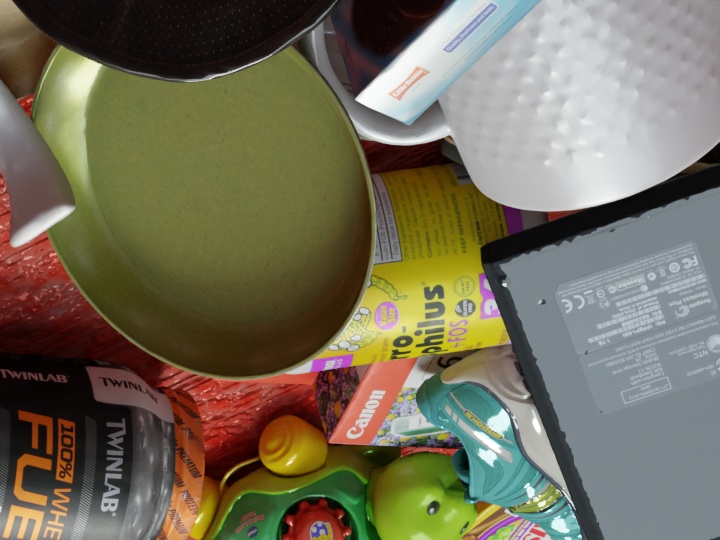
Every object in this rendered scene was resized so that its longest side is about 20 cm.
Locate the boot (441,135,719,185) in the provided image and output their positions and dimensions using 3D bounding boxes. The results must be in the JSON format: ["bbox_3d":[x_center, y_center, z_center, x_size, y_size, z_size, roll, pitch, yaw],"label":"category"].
[{"bbox_3d":[0.146,-0.114,1.285,0.200,0.077,0.138,4,113,4],"label":"boot"}]

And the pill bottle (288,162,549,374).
[{"bbox_3d":[0.000,0.000,1.328,0.200,0.104,0.104,-8,139,-8],"label":"pill bottle"}]

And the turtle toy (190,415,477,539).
[{"bbox_3d":[-0.016,0.164,1.511,0.200,0.101,0.146,-33,137,22],"label":"turtle toy"}]

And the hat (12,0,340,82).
[{"bbox_3d":[-0.081,-0.181,1.083,0.200,0.201,0.081,-17,178,2],"label":"hat"}]

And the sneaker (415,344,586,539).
[{"bbox_3d":[0.098,0.115,1.448,0.080,0.078,0.200,-19,131,17],"label":"sneaker"}]

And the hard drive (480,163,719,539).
[{"bbox_3d":[0.162,0.057,1.293,0.139,0.033,0.200,-19,111,8],"label":"hard drive"}]

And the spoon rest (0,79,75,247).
[{"bbox_3d":[-0.214,-0.097,1.158,0.099,0.061,0.200,-31,124,16],"label":"spoon rest"}]

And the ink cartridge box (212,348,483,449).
[{"bbox_3d":[0.025,0.054,1.438,0.200,0.050,0.109,4,136,-24],"label":"ink cartridge box"}]

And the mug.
[{"bbox_3d":[0.067,-0.131,1.159,0.200,0.148,0.175,-22,121,4],"label":"mug"}]

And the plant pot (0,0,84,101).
[{"bbox_3d":[-0.208,-0.151,1.151,0.200,0.028,0.200,-9,140,-7],"label":"plant pot"}]

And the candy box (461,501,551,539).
[{"bbox_3d":[0.090,0.187,1.631,0.102,0.026,0.200,22,128,-40],"label":"candy box"}]

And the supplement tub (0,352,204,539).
[{"bbox_3d":[-0.197,0.108,1.377,0.200,0.123,0.123,5,136,-23],"label":"supplement tub"}]

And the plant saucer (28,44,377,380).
[{"bbox_3d":[-0.073,-0.044,1.189,0.200,0.200,0.031,-52,171,36],"label":"plant saucer"}]

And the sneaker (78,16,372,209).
[{"bbox_3d":[-0.073,-0.061,1.238,0.200,0.099,0.078,-31,137,18],"label":"sneaker"}]

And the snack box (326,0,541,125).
[{"bbox_3d":[0.026,-0.173,1.062,0.037,0.200,0.116,24,126,-37],"label":"snack box"}]
